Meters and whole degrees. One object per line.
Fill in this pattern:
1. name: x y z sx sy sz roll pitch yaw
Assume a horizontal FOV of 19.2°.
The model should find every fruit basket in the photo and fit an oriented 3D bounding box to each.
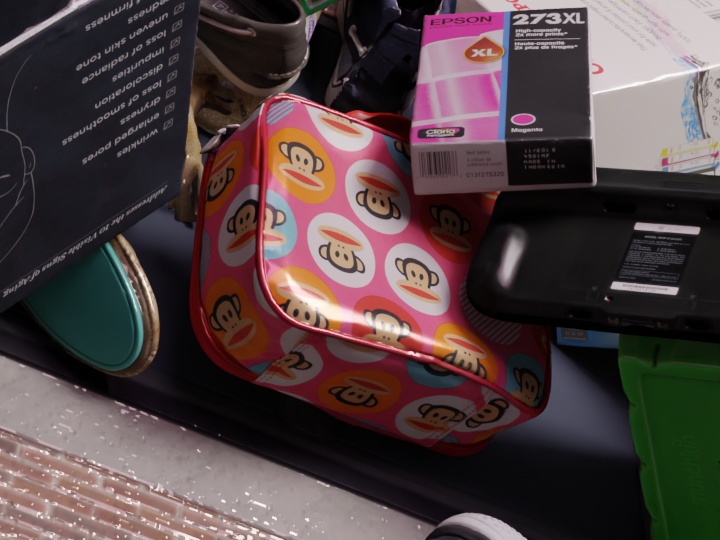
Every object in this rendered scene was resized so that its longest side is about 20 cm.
1. fruit basket: 0.232 0.043 1.165 0.155 0.216 0.216 6 23 25

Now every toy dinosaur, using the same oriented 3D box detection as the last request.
1. toy dinosaur: -0.109 -0.078 1.162 0.058 0.101 0.200 4 1 4

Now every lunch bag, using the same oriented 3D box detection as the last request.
1. lunch bag: 0.009 -0.009 1.126 0.200 0.082 0.176 23 51 -29

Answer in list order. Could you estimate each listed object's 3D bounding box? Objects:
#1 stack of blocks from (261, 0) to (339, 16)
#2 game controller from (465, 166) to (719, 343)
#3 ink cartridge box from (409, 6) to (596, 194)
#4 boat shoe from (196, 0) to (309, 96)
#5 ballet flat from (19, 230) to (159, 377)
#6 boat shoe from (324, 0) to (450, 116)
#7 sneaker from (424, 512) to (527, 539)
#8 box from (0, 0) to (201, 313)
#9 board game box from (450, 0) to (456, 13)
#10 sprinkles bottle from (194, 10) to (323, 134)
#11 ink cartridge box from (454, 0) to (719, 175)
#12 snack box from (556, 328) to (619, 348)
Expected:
1. stack of blocks: -0.028 -0.231 1.331 0.115 0.059 0.200 62 24 -9
2. game controller: 0.154 -0.008 1.073 0.200 0.042 0.104 5 55 25
3. ink cartridge box: 0.080 -0.104 1.163 0.095 0.037 0.200 -2 30 6
4. boat shoe: -0.108 -0.181 1.231 0.200 0.057 0.067 38 56 11
5. ballet flat: -0.162 -0.025 1.094 0.200 0.071 0.065 46 18 15
6. boat shoe: 0.029 -0.175 1.427 0.075 0.093 0.200 24 33 -12
7. sneaker: 0.077 0.200 0.980 0.200 0.076 0.114 41 34 26
8. box: -0.185 -0.079 0.962 0.200 0.197 0.124 -36 67 -28
9. board game box: 0.050 -0.267 1.623 0.151 0.037 0.200 36 32 7
10. sprinkles bottle: -0.063 -0.158 1.352 0.068 0.068 0.200 28 33 -5
11. ink cartridge box: 0.168 -0.100 1.330 0.200 0.145 0.147 -13 39 -27
12. snack box: 0.220 0.009 1.331 0.116 0.037 0.200 3 15 36
